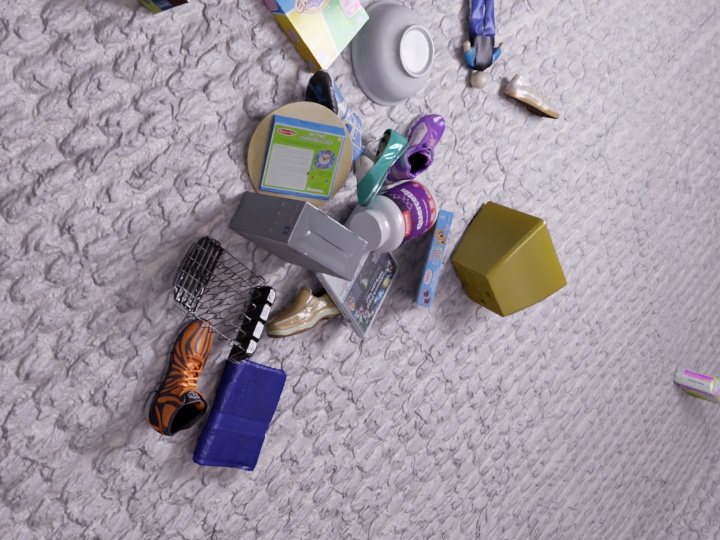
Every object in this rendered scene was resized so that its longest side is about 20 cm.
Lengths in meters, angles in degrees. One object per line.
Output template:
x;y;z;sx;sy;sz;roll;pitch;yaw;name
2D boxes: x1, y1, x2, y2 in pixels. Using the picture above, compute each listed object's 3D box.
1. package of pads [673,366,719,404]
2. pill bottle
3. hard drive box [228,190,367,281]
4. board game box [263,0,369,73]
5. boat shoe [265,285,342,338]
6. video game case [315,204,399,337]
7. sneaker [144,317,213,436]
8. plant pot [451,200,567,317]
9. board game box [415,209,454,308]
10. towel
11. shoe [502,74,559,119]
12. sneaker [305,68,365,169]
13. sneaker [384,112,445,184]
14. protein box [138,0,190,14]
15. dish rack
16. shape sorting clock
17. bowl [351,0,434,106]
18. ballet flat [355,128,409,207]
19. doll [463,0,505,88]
1.300;0.440;2.499;0.199;0.153;0.069;31;80;-40;package of pads
0.066;-0.106;1.321;0.199;0.111;0.115;-30;119;-49;pill bottle
-0.111;-0.061;1.148;0.155;0.198;0.078;32;79;-40;hard drive box
-0.087;-0.485;1.179;0.154;0.040;0.200;-54;128;-18;board game box
-0.107;0.067;1.272;0.199;0.071;0.078;-24;112;-47;boat shoe
0.000;0.000;1.338;0.183;0.023;0.202;57;46;-33;video game case
-0.283;0.185;1.112;0.077;0.111;0.203;27;81;-41;sneaker
0.334;-0.013;1.558;0.176;0.199;0.202;-39;123;-13;plant pot
0.159;-0.024;1.435;0.036;0.151;0.204;13;90;4;board game box
-0.225;0.266;1.228;0.147;0.049;0.204;28;81;-48;towel
0.428;-0.421;1.615;0.197;0.070;0.054;14;99;-39;shoe
-0.045;-0.285;1.246;0.077;0.075;0.203;-43;133;-33;sneaker
0.127;-0.253;1.384;0.201;0.088;0.081;-49;125;-23;sneaker
-0.297;-0.518;0.929;0.199;0.134;0.201;37;75;-38;protein box
-0.237;0.047;1.135;0.200;0.054;0.156;43;49;-33;dish rack
-0.108;-0.204;1.195;0.196;0.039;0.204;-10;122;-16;shape sorting clock
0.083;-0.431;1.306;0.198;0.090;0.206;-10;106;-39;bowl
0.027;-0.204;1.274;0.070;0.067;0.201;38;54;-9;ballet flat
0.275;-0.513;1.479;0.135;0.048;0.205;-7;104;-38;doll
